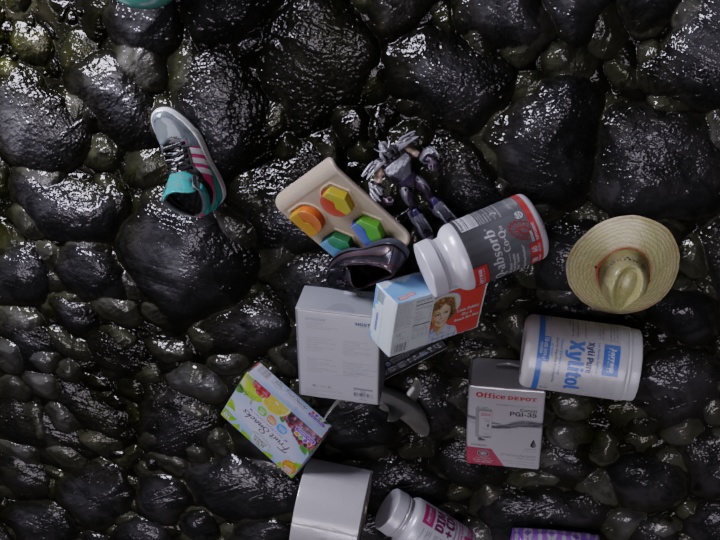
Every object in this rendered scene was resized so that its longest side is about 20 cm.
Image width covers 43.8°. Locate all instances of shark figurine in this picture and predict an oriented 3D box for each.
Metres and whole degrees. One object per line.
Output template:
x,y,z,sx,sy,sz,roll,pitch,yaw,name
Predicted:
0.040,0.269,1.760,0.213,0.090,0.129,13,123,2,shark figurine

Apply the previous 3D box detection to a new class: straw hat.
0.442,0.014,1.502,0.199,0.085,0.202,5,124,8,straw hat

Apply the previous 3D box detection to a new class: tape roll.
-0.059,0.505,1.866,0.138,0.203,0.204,10,125,5,tape roll

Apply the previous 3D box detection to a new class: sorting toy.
-0.036,-0.083,1.540,0.200,0.037,0.185,44,141,-15,sorting toy

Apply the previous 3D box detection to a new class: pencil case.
0.409,0.592,1.891,0.198,0.086,0.084,-1,121,12,pencil case

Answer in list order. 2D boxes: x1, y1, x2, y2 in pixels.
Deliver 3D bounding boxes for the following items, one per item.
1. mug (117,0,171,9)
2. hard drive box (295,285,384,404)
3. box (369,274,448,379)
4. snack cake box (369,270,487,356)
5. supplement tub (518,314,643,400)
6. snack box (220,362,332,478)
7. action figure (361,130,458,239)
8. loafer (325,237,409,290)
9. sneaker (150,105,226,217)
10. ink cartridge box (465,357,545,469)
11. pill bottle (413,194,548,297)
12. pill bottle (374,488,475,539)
-0.340,-0.470,1.338,0.183,0.115,0.153,1,123,11,mug
-0.034,0.137,1.640,0.155,0.077,0.201,6,124,8,hard drive box
0.042,0.119,1.685,0.199,0.044,0.160,-31,111,27,box
0.119,0.061,1.547,0.199,0.067,0.116,-15,129,-30,snack cake box
0.385,0.153,1.579,0.198,0.132,0.133,7,124,8,supplement tub
-0.172,0.304,1.815,0.200,0.053,0.143,40,125,9,snack box
0.085,-0.142,1.483,0.130,0.070,0.200,-33,121,9,action figure
0.000,0.000,1.542,0.072,0.063,0.199,40,142,-23,loafer
-0.309,-0.171,1.524,0.083,0.121,0.201,-19,117,23,sneaker
0.276,0.274,1.711,0.145,0.083,0.201,3,124,10,ink cartridge box
0.195,-0.037,1.463,0.199,0.116,0.116,-23,119,-5,pill bottle
0.137,0.557,1.910,0.199,0.114,0.113,33,124,-10,pill bottle
